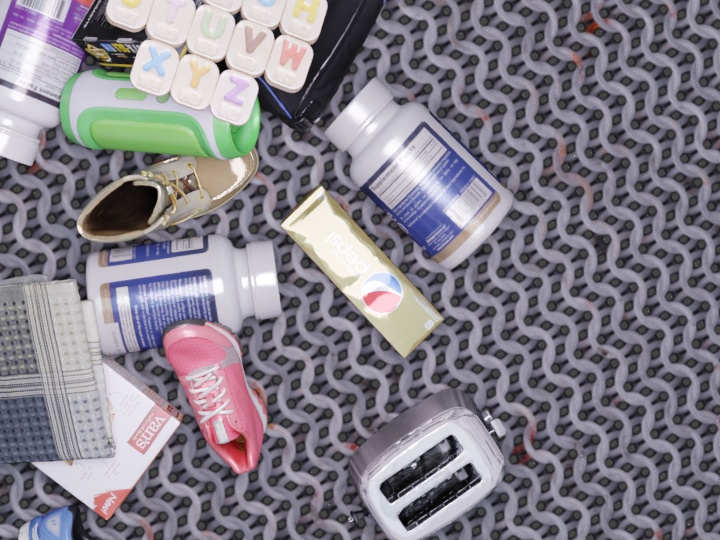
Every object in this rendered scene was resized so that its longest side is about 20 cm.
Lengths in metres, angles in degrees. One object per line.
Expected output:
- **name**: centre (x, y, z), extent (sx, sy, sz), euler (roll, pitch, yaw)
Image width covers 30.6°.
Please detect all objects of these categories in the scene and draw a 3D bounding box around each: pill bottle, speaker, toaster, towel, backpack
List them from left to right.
- **towel**: centre (-0.357, 0.104, 1.362), extent (0.190, 0.035, 0.203), euler (-4, 107, 11)
- **pill bottle**: centre (-0.351, -0.219, 1.384), extent (0.110, 0.111, 0.202), euler (20, 91, -5)
- **speaker**: centre (-0.206, -0.161, 1.351), extent (0.197, 0.088, 0.090), euler (6, 92, 21)
- **pill bottle**: centre (-0.187, 0.022, 1.405), extent (0.197, 0.111, 0.113), euler (-8, 93, -4)
- **backpack**: centre (-0.078, -0.281, 1.365), extent (0.146, 0.183, 0.201), euler (30, 82, 31)
- **pill bottle**: centre (0.059, -0.107, 1.412), extent (0.200, 0.111, 0.111), euler (44, 88, -5)
- **toaster**: centre (0.066, 0.217, 1.423), extent (0.199, 0.129, 0.114), euler (-33, 93, -2)

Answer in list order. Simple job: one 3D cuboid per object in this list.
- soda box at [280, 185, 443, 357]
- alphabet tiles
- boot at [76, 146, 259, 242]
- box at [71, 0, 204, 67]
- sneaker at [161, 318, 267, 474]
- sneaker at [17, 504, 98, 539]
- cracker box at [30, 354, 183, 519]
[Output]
- **soda box**: centre (0.000, 0.000, 1.440), extent (0.064, 0.068, 0.200), euler (-44, 94, -1)
- **alphabet tiles**: centre (-0.134, -0.246, 1.240), extent (0.198, 0.015, 0.198), euler (19, 79, -10)
- **boot**: centre (-0.198, -0.083, 1.378), extent (0.198, 0.155, 0.073), euler (-25, 94, -2)
- **box**: centre (-0.192, -0.299, 1.322), extent (0.049, 0.159, 0.202), euler (37, 74, -39)
- **sneaker**: centre (-0.146, 0.134, 1.379), extent (0.073, 0.087, 0.201), euler (-19, 129, 9)
- **sneaker**: centre (-0.286, 0.344, 1.426), extent (0.089, 0.079, 0.201), euler (-32, 94, 0)
- **cracker box**: centre (-0.309, 0.154, 1.427), extent (0.199, 0.058, 0.135), euler (38, 90, -5)
